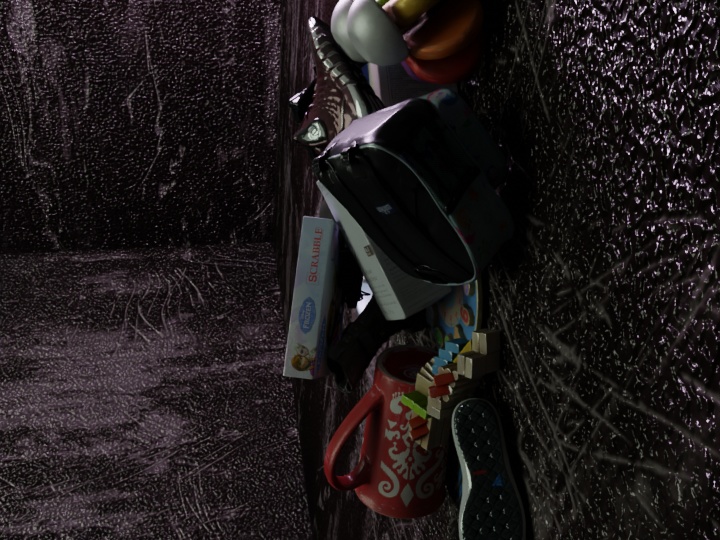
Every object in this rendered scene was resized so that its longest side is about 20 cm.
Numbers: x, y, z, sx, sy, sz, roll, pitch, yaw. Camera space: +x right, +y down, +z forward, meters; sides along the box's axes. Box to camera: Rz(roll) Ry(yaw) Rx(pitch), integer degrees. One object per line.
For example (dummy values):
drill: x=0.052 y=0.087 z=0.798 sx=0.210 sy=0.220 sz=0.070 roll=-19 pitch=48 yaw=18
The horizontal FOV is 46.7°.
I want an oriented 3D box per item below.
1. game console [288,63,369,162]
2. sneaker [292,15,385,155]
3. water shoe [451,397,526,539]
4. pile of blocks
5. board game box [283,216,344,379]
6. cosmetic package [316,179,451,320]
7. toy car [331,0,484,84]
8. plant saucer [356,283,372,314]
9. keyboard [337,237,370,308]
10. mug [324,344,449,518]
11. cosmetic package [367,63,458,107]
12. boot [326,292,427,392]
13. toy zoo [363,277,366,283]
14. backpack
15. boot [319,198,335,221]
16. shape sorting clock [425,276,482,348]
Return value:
game console: x=0.007 y=-0.261 z=1.199 sx=0.116 sy=0.200 sz=0.177 roll=20 pitch=142 yaw=45
sneaker: x=-0.051 y=-0.215 z=1.019 sx=0.115 sy=0.075 sz=0.201 roll=-40 pitch=53 yaw=23
water shoe: x=0.144 y=0.243 z=0.920 sx=0.079 sy=0.071 sz=0.202 roll=54 pitch=-149 yaw=-68
pile of blocks: x=0.091 y=0.134 z=0.982 sx=0.082 sy=0.062 sz=0.201 roll=53 pitch=135 yaw=31
board game box: x=-0.053 y=0.041 z=1.122 sx=0.200 sy=0.041 sz=0.202 roll=31 pitch=-115 yaw=-82
cosmetic package: x=0.026 y=-0.044 z=1.019 sx=0.201 sy=0.074 sz=0.102 roll=61 pitch=166 yaw=-1
toy car: x=0.074 y=-0.282 z=0.947 sx=0.150 sy=0.175 sz=0.200 roll=50 pitch=179 yaw=-21
plant saucer: x=0.044 y=-0.013 z=1.336 sx=0.201 sy=0.038 sz=0.203 roll=-170 pitch=90 yaw=-70
keyboard: x=0.000 y=0.000 z=1.156 sx=0.200 sy=0.039 sz=0.105 roll=82 pitch=-159 yaw=-66
mug: x=0.053 y=0.221 z=1.123 sx=0.133 sy=0.177 sz=0.202 roll=22 pitch=118 yaw=31
cosmetic package: x=0.068 y=-0.212 z=1.057 sx=0.073 sy=0.103 sz=0.202 roll=114 pitch=152 yaw=-72
boot: x=0.017 y=0.093 z=1.160 sx=0.175 sy=0.069 sz=0.200 roll=-57 pitch=-27 yaw=-16
toy zoo: x=0.041 y=-0.060 z=1.280 sx=0.200 sy=0.020 sz=0.132 roll=146 pitch=131 yaw=-61
backpack: x=0.069 y=-0.083 z=0.891 sx=0.200 sy=0.151 sz=0.177 roll=53 pitch=156 yaw=-16
boot: x=-0.008 y=-0.135 z=1.260 sx=0.138 sy=0.077 sz=0.202 roll=17 pitch=94 yaw=52
shape sorting clock: x=0.111 y=0.019 z=1.060 sx=0.200 sy=0.039 sz=0.202 roll=177 pitch=90 yaw=-80
